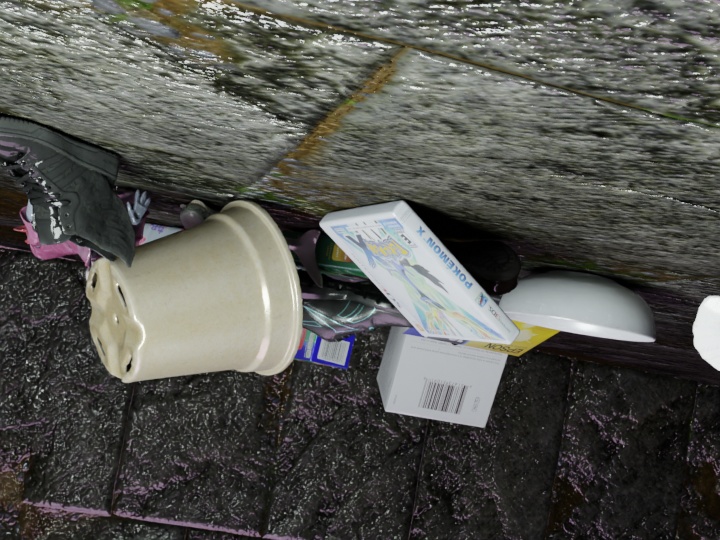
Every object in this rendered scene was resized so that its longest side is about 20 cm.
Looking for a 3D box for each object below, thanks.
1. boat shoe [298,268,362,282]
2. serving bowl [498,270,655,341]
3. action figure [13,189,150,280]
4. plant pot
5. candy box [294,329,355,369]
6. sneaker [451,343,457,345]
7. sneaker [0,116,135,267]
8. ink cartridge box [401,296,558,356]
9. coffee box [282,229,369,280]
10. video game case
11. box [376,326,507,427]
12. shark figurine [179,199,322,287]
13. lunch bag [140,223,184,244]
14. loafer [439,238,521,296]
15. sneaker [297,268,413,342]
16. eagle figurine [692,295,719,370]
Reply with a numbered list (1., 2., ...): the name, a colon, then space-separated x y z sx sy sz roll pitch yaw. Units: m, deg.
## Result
1. boat shoe: 0.001 0.001 1.570 0.199 0.066 0.075 17 -166 -6
2. serving bowl: 0.273 0.040 1.351 0.197 0.067 0.200 10 175 1
3. action figure: -0.349 -0.042 1.335 0.198 0.151 0.133 -10 171 32
4. plant pot: -0.192 0.036 1.180 0.182 0.204 0.199 -13 -171 -34
5. candy box: -0.074 0.067 1.777 0.076 0.172 0.199 17 172 -25
6. sneaker: 0.096 0.061 1.744 0.198 0.084 0.071 28 179 -18
7. sneaker: -0.288 -0.072 1.020 0.059 0.106 0.199 7 174 35
8. ink cartridge box: 0.199 0.086 1.669 0.195 0.048 0.200 12 144 -32
9. coffee box: 0.001 -0.014 1.439 0.197 0.045 0.123 8 174 24
10. video game case: 0.056 0.005 1.123 0.182 0.022 0.199 47 163 -16
11. box: 0.151 0.155 1.955 0.196 0.203 0.131 10 -159 -11
12. shark figurine: -0.156 -0.029 1.369 0.212 0.091 0.127 16 174 -35
13. lunch bag: -0.311 0.034 1.725 0.167 0.203 0.127 7 174 25
14. loafer: 0.109 0.007 1.191 0.072 0.072 0.199 -18 -165 -26
15. sneaker: -0.014 0.053 1.427 0.197 0.080 0.075 11 -161 11
16. eagle figurine: 0.341 0.030 0.795 0.150 0.153 0.200 20 -172 10
